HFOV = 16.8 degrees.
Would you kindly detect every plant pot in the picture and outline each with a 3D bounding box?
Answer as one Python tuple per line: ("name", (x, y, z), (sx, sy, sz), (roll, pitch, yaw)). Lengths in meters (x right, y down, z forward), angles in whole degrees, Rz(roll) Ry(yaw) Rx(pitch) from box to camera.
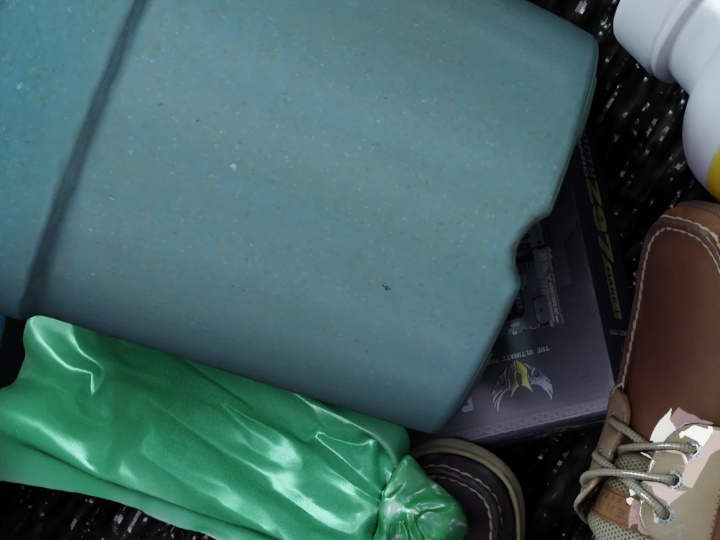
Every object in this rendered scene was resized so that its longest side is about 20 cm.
("plant pot", (-0.035, -0.048, 0.830), (0.196, 0.200, 0.201), (22, 95, -2))

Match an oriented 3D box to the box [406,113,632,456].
("box", (0.000, 0.000, 0.953), (0.199, 0.051, 0.158), (-15, 80, 21))

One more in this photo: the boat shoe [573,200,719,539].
("boat shoe", (0.115, 0.077, 0.853), (0.076, 0.072, 0.201), (13, 111, 50))

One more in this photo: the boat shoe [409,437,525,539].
("boat shoe", (0.006, 0.159, 0.916), (0.073, 0.065, 0.201), (23, 108, 4))

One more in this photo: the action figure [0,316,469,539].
("action figure", (-0.044, 0.060, 0.904), (0.200, 0.055, 0.119), (24, 100, 31))

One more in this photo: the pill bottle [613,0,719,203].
("pill bottle", (0.184, -0.043, 0.845), (0.112, 0.112, 0.200), (-47, 70, 13))

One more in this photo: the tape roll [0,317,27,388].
("tape roll", (-0.233, 0.015, 1.044), (0.200, 0.066, 0.201), (-2, 86, 24))

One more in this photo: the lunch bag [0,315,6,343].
("lunch bag", (-0.238, 0.036, 0.959), (0.200, 0.077, 0.161), (20, 93, 32))
